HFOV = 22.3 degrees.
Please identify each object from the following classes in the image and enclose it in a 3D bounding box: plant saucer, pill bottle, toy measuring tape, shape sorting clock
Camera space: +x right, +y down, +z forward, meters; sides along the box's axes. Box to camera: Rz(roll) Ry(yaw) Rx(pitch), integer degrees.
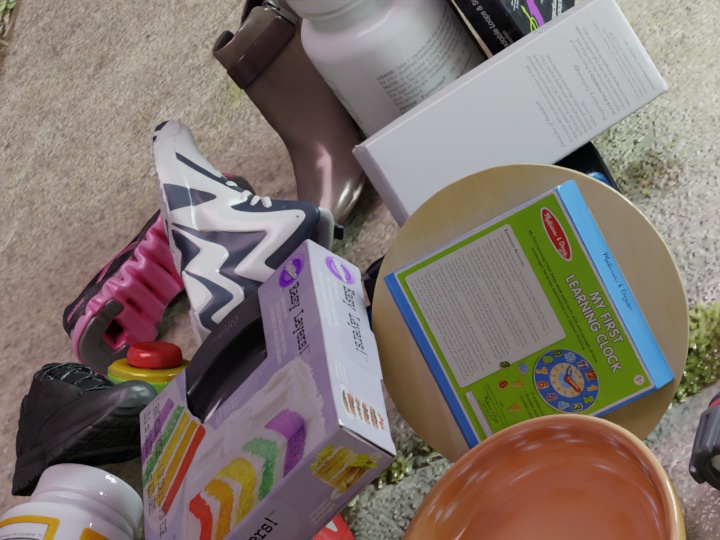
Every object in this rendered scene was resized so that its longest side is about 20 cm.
[{"bbox_3d":[0.104,0.181,1.062,0.199,0.037,0.201,-24,47,28],"label":"plant saucer"},{"bbox_3d":[0.020,-0.177,1.386,0.114,0.200,0.115,-22,40,20],"label":"pill bottle"},{"bbox_3d":[-0.133,0.095,1.335,0.199,0.074,0.074,15,62,50],"label":"toy measuring tape"},{"bbox_3d":[-0.213,0.234,1.233,0.109,0.109,0.201,-10,45,32],"label":"pill bottle"},{"bbox_3d":[0.104,0.034,1.133,0.199,0.201,0.039,-23,0,20],"label":"shape sorting clock"}]

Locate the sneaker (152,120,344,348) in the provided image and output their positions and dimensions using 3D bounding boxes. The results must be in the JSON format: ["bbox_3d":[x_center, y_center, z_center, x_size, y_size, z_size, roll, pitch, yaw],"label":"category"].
[{"bbox_3d":[-0.082,-0.038,1.387,0.129,0.080,0.200,-13,53,-9],"label":"sneaker"}]

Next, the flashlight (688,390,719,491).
[{"bbox_3d":[0.249,0.040,1.081,0.068,0.068,0.201,-7,48,39],"label":"flashlight"}]

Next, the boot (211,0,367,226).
[{"bbox_3d":[-0.057,-0.132,1.443,0.070,0.146,0.201,-31,31,33],"label":"boot"}]

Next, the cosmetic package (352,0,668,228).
[{"bbox_3d":[0.100,-0.105,1.268,0.199,0.085,0.108,-33,5,-1],"label":"cosmetic package"}]

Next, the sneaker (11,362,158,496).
[{"bbox_3d":[-0.207,0.104,1.323,0.200,0.076,0.091,-30,64,51],"label":"sneaker"}]

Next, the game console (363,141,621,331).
[{"bbox_3d":[0.077,-0.027,1.251,0.199,0.118,0.171,-31,38,10],"label":"game console"}]

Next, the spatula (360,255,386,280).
[{"bbox_3d":[0.000,0.000,1.252,0.056,0.021,0.200,-29,3,-38],"label":"spatula"}]

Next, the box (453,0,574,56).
[{"bbox_3d":[0.103,-0.233,1.376,0.036,0.200,0.144,-20,40,28],"label":"box"}]

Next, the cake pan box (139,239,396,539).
[{"bbox_3d":[-0.064,0.100,1.138,0.184,0.052,0.200,-43,30,22],"label":"cake pan box"}]

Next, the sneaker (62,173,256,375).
[{"bbox_3d":[-0.170,-0.007,1.486,0.200,0.079,0.095,-46,26,-11],"label":"sneaker"}]

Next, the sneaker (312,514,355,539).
[{"bbox_3d":[-0.019,0.188,1.098,0.077,0.085,0.200,-11,41,-16],"label":"sneaker"}]
